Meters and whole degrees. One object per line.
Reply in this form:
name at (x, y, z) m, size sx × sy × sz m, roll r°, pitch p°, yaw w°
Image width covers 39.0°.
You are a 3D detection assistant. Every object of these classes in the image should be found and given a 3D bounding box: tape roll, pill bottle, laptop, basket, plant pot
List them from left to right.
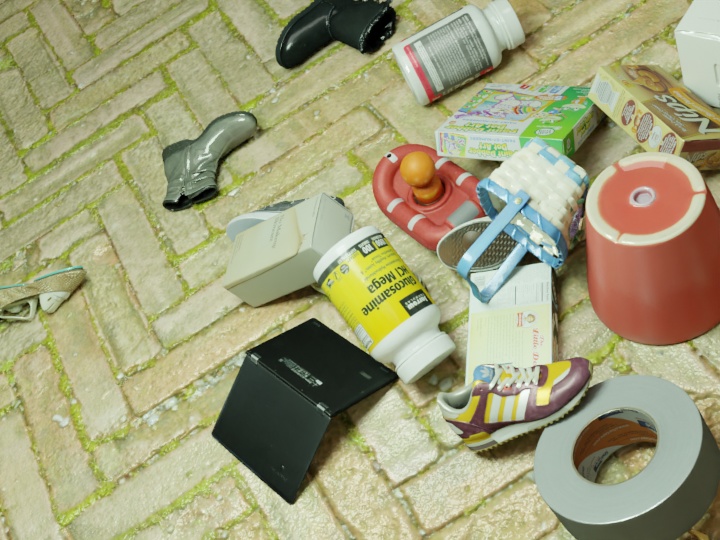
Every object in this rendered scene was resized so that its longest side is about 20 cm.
laptop at (-0.081, 0.188, 1.425) m, size 0.199 × 0.117 × 0.187 m, roll -26°, pitch 42°, yaw -34°
pill bottle at (0.035, 0.049, 1.365) m, size 0.112 × 0.112 × 0.200 m, roll -37°, pitch 78°, yaw -4°
pill bottle at (0.160, -0.361, 1.651) m, size 0.199 × 0.111 × 0.111 m, roll -28°, pitch 48°, yaw 5°
basket at (0.201, -0.055, 1.292) m, size 0.139 × 0.176 × 0.200 m, roll 43°, pitch 91°, yaw 19°
tape roll at (0.298, 0.216, 1.146) m, size 0.199 × 0.066 × 0.201 m, roll -26°, pitch 33°, yaw 18°
plant pot at (0.366, -0.038, 1.266) m, size 0.199 × 0.178 × 0.202 m, roll -13°, pitch 50°, yaw 17°

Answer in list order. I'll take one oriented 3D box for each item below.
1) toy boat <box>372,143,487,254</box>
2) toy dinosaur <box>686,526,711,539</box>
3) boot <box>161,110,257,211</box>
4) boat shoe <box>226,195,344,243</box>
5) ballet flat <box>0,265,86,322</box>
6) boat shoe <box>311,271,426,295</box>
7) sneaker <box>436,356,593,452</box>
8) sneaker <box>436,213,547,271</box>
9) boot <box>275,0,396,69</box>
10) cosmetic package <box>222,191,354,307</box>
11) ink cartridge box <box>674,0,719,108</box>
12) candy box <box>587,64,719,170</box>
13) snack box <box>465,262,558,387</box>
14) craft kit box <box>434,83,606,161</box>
toy boat at (0.095, -0.125, 1.492) m, size 0.130 × 0.131 × 0.200 m, roll -42°, pitch 49°, yaw -9°
toy dinosaur at (0.364, 0.338, 1.076) m, size 0.199 × 0.060 × 0.107 m, roll 15°, pitch 75°, yaw 45°
boot at (-0.257, -0.183, 1.760) m, size 0.199 × 0.068 × 0.131 m, roll -25°, pitch 53°, yaw 17°
boat shoe at (-0.115, -0.083, 1.611) m, size 0.199 × 0.070 × 0.066 m, roll -11°, pitch 34°, yaw 22°
ballet flat at (-0.551, 0.047, 1.734) m, size 0.199 × 0.070 × 0.066 m, roll -16°, pitch 77°, yaw 18°
boat shoe at (0.000, 0.000, 1.481) m, size 0.199 × 0.076 × 0.072 m, roll 6°, pitch 59°, yaw 30°
sneaker at (0.184, 0.146, 1.229) m, size 0.199 × 0.090 × 0.075 m, roll -35°, pitch 15°, yaw 27°
sneaker at (0.207, -0.048, 1.425) m, size 0.199 × 0.085 × 0.073 m, roll -16°, pitch 91°, yaw 14°
boot at (-0.040, -0.425, 1.827) m, size 0.162 × 0.073 × 0.199 m, roll 29°, pitch 71°, yaw 35°
cosmetic package at (-0.108, -0.028, 1.513) m, size 0.199 × 0.073 × 0.104 m, roll -24°, pitch 44°, yaw 39°
ink cartridge box at (0.532, -0.351, 1.439) m, size 0.082 × 0.147 × 0.201 m, roll 21°, pitch 66°, yaw 37°
candy box at (0.423, -0.216, 1.418) m, size 0.115 × 0.056 × 0.200 m, roll -7°, pitch 43°, yaw -26°
snack box at (0.201, 0.086, 1.345) m, size 0.115 × 0.037 × 0.201 m, roll -9°, pitch 52°, yaw 22°
craft kit box at (0.240, -0.219, 1.500) m, size 0.199 × 0.049 × 0.198 m, roll 8°, pitch 36°, yaw 30°
